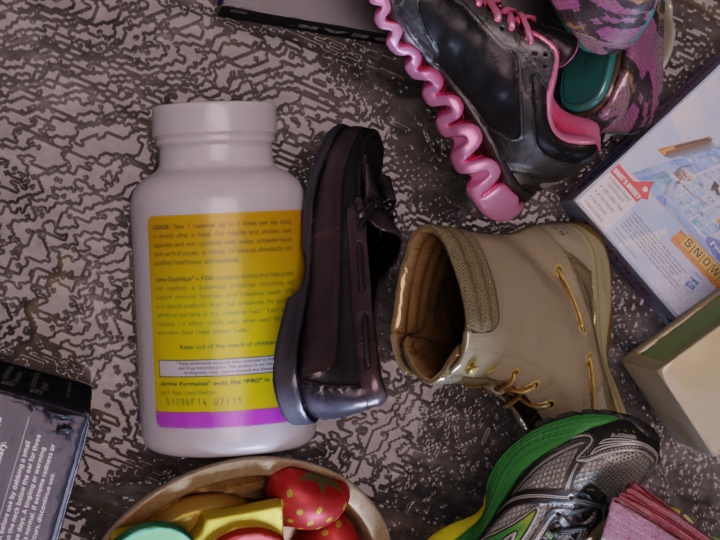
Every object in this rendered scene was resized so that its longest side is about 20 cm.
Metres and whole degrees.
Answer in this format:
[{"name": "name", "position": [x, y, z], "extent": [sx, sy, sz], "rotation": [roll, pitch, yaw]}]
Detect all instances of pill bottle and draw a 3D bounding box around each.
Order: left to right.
[{"name": "pill bottle", "position": [-0.081, 0.004, 1.030], "extent": [0.104, 0.104, 0.201], "rotation": [-3, 92, -9]}]

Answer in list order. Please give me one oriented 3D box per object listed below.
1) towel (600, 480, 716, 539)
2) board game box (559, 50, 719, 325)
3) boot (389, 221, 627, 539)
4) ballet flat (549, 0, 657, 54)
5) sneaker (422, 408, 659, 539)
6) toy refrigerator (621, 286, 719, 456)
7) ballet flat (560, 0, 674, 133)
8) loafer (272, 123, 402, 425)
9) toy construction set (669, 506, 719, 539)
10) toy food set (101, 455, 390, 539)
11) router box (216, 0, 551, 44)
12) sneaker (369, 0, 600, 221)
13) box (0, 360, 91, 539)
[{"name": "towel", "position": [0.186, 0.213, 0.971], "extent": [0.144, 0.200, 0.023], "rotation": [32, 53, 21]}, {"name": "board game box", "position": [0.264, -0.037, 1.113], "extent": [0.199, 0.041, 0.200], "rotation": [-42, 97, -5]}, {"name": "boot", "position": [0.089, 0.070, 1.035], "extent": [0.155, 0.073, 0.201], "rotation": [-1, 88, -48]}, {"name": "ballet flat", "position": [0.104, -0.216, 0.999], "extent": [0.069, 0.071, 0.200], "rotation": [-29, 81, -42]}, {"name": "sneaker", "position": [0.099, 0.160, 0.991], "extent": [0.078, 0.085, 0.200], "rotation": [29, 111, -31]}, {"name": "toy refrigerator", "position": [0.260, 0.021, 1.055], "extent": [0.200, 0.076, 0.070], "rotation": [-35, 97, -5]}, {"name": "ballet flat", "position": [0.164, -0.180, 1.072], "extent": [0.071, 0.069, 0.201], "rotation": [12, 81, -41]}, {"name": "loafer", "position": [0.000, 0.000, 1.008], "extent": [0.063, 0.072, 0.201], "rotation": [-3, 53, 19]}, {"name": "toy construction set", "position": [0.213, 0.226, 1.063], "extent": [0.092, 0.131, 0.200], "rotation": [-37, 94, -17]}, {"name": "toy food set", "position": [-0.072, 0.197, 1.029], "extent": [0.197, 0.049, 0.201], "rotation": [-10, 121, -15]}, {"name": "router box", "position": [0.022, -0.217, 1.066], "extent": [0.199, 0.052, 0.158], "rotation": [8, 90, -9]}, {"name": "sneaker", "position": [0.073, -0.129, 1.001], "extent": [0.095, 0.079, 0.200], "rotation": [-22, 112, 22]}, {"name": "box", "position": [-0.257, 0.094, 0.984], "extent": [0.199, 0.148, 0.105], "rotation": [16, 90, -8]}]
